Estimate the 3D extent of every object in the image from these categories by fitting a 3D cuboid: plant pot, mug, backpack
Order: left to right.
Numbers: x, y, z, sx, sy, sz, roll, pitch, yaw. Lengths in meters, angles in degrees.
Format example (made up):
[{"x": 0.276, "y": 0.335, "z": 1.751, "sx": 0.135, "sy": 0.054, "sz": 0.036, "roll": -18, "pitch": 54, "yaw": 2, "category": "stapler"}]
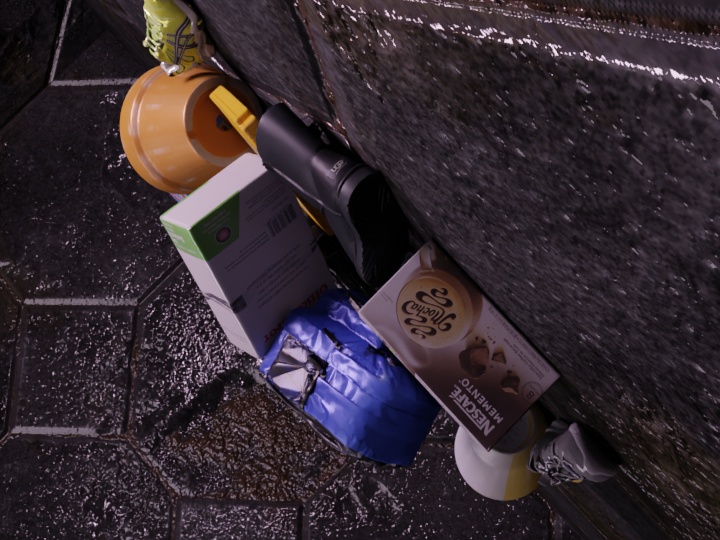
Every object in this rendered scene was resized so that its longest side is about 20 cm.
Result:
[{"x": -0.236, "y": -0.214, "z": 1.258, "sx": 0.201, "sy": 0.201, "sz": 0.182, "roll": 48, "pitch": 161, "yaw": -26, "category": "plant pot"}, {"x": 0.001, "y": 0.131, "z": 1.023, "sx": 0.199, "sy": 0.170, "sz": 0.161, "roll": 38, "pitch": -167, "yaw": 38, "category": "backpack"}, {"x": 0.228, "y": 0.240, "z": 1.234, "sx": 0.154, "sy": 0.182, "sz": 0.152, "roll": 75, "pitch": -175, "yaw": -64, "category": "mug"}]

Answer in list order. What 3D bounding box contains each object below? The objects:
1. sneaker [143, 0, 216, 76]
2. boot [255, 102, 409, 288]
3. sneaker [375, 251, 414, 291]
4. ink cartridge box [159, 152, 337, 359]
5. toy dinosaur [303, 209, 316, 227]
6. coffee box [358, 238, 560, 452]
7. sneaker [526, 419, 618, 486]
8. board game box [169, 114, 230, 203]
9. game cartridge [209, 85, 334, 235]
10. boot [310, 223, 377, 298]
[{"x": -0.246, "y": -0.311, "z": 1.101, "sx": 0.076, "sy": 0.076, "sz": 0.200, "roll": 47, "pitch": 175, "yaw": 16, "category": "sneaker"}, {"x": -0.032, "y": -0.087, "z": 0.962, "sx": 0.168, "sy": 0.076, "sz": 0.201, "roll": 41, "pitch": 166, "yaw": 32, "category": "boot"}, {"x": 0.091, "y": 0.054, "z": 1.100, "sx": 0.200, "sy": 0.077, "sz": 0.091, "roll": 48, "pitch": -178, "yaw": 16, "category": "sneaker"}, {"x": -0.132, "y": -0.018, "z": 1.050, "sx": 0.083, "sy": 0.145, "sz": 0.202, "roll": 18, "pitch": 140, "yaw": 48, "category": "ink cartridge box"}, {"x": -0.083, "y": -0.100, "z": 1.298, "sx": 0.101, "sy": 0.078, "sz": 0.200, "roll": 21, "pitch": -169, "yaw": -10, "category": "toy dinosaur"}, {"x": 0.104, "y": 0.082, "z": 0.917, "sx": 0.200, "sy": 0.113, "sz": 0.080, "roll": 47, "pitch": 176, "yaw": 7, "category": "coffee box"}, {"x": 0.256, "y": 0.241, "z": 1.047, "sx": 0.075, "sy": 0.082, "sz": 0.200, "roll": 46, "pitch": 176, "yaw": 6, "category": "sneaker"}, {"x": -0.256, "y": -0.205, "z": 1.408, "sx": 0.045, "sy": 0.202, "sz": 0.153, "roll": -7, "pitch": 132, "yaw": 48, "category": "board game box"}, {"x": -0.115, "y": -0.149, "z": 1.132, "sx": 0.200, "sy": 0.032, "sz": 0.176, "roll": 48, "pitch": 180, "yaw": -30, "category": "game cartridge"}, {"x": -0.001, "y": 0.002, "z": 1.218, "sx": 0.157, "sy": 0.080, "sz": 0.211, "roll": 36, "pitch": -162, "yaw": 8, "category": "boot"}]
